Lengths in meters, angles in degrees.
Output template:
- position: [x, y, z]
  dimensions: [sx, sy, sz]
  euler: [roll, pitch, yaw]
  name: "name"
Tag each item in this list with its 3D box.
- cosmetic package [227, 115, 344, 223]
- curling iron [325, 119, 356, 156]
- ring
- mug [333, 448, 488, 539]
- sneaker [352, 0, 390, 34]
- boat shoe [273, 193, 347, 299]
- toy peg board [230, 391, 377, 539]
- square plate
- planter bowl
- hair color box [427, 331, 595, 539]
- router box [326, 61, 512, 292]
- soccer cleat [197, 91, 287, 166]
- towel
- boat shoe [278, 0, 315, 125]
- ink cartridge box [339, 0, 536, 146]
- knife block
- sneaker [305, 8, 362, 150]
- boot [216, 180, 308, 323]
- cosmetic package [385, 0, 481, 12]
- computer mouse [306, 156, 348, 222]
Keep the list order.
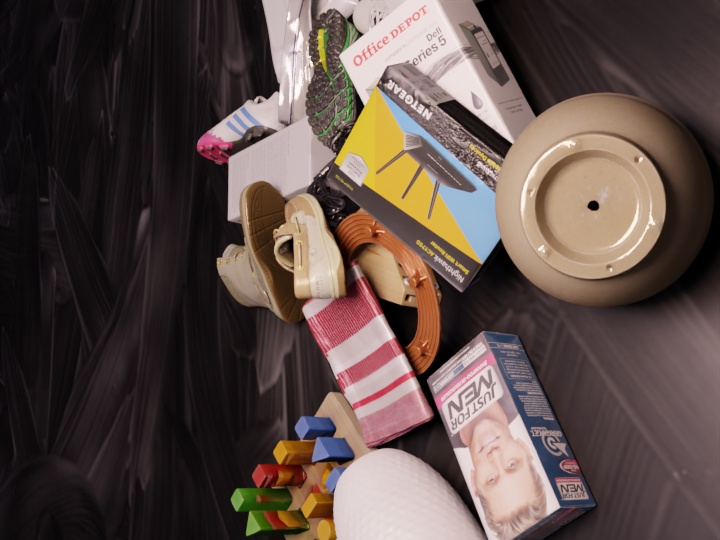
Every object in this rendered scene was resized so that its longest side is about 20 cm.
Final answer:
- position: [-0.104, -0.135, 1.356]
  dimensions: [0.199, 0.071, 0.102]
  euler: [-17, 69, 48]
  name: "cosmetic package"
- position: [0.041, -0.192, 1.158]
  dimensions: [0.199, 0.050, 0.026]
  euler: [-27, 67, 21]
  name: "curling iron"
- position: [0.020, 0.031, 1.114]
  dimensions: [0.200, 0.019, 0.202]
  euler: [29, 130, 43]
  name: "ring"
- position: [0.032, 0.303, 1.035]
  dimensions: [0.200, 0.147, 0.176]
  euler: [-50, 46, 16]
  name: "mug"
- position: [0.046, -0.312, 1.207]
  dimensions: [0.200, 0.072, 0.072]
  euler: [31, 120, 49]
  name: "sneaker"
- position: [-0.069, -0.031, 1.132]
  dimensions: [0.200, 0.066, 0.074]
  euler: [-120, 22, -59]
  name: "boat shoe"
- position: [-0.063, 0.289, 1.199]
  dimensions: [0.200, 0.097, 0.200]
  euler: [-60, 44, 23]
  name: "toy peg board"
- position: [-0.087, -0.413, 1.427]
  dimensions: [0.200, 0.028, 0.199]
  euler: [-34, 58, 41]
  name: "square plate"
- position: [0.207, -0.059, 0.848]
  dimensions: [0.199, 0.135, 0.202]
  euler: [2, 96, 18]
  name: "planter bowl"
- position: [0.150, 0.174, 0.996]
  dimensions: [0.100, 0.060, 0.201]
  euler: [-46, 51, 35]
  name: "hair color box"
- position: [0.078, -0.098, 1.010]
  dimensions: [0.200, 0.051, 0.150]
  euler: [41, 123, 15]
  name: "router box"
- position: [-0.174, -0.217, 1.471]
  dimensions: [0.199, 0.070, 0.087]
  euler: [-7, 61, 47]
  name: "soccer cleat"
- position: [0.004, 0.103, 1.140]
  dimensions: [0.144, 0.023, 0.201]
  euler: [-40, 74, 54]
  name: "towel"
- position: [-0.076, -0.304, 1.354]
  dimensions: [0.072, 0.065, 0.202]
  euler: [-130, 46, -86]
  name: "boat shoe"
- position: [0.088, -0.192, 1.061]
  dimensions: [0.145, 0.084, 0.201]
  euler: [-31, 86, 37]
  name: "ink cartridge box"
- position: [0.000, 0.000, 1.210]
  dimensions: [0.176, 0.064, 0.201]
  euler: [-44, 52, 36]
  name: "knife block"
- position: [-0.017, -0.245, 1.258]
  dimensions: [0.078, 0.085, 0.201]
  euler: [-22, 57, 43]
  name: "sneaker"
- position: [-0.151, -0.030, 1.347]
  dimensions: [0.154, 0.072, 0.201]
  euler: [12, 124, 54]
  name: "boot"
- position: [0.075, -0.417, 1.087]
  dimensions: [0.164, 0.165, 0.201]
  euler: [-21, 63, 13]
  name: "cosmetic package"
- position: [0.019, -0.138, 1.208]
  dimensions: [0.200, 0.046, 0.140]
  euler: [-47, 26, -2]
  name: "computer mouse"
